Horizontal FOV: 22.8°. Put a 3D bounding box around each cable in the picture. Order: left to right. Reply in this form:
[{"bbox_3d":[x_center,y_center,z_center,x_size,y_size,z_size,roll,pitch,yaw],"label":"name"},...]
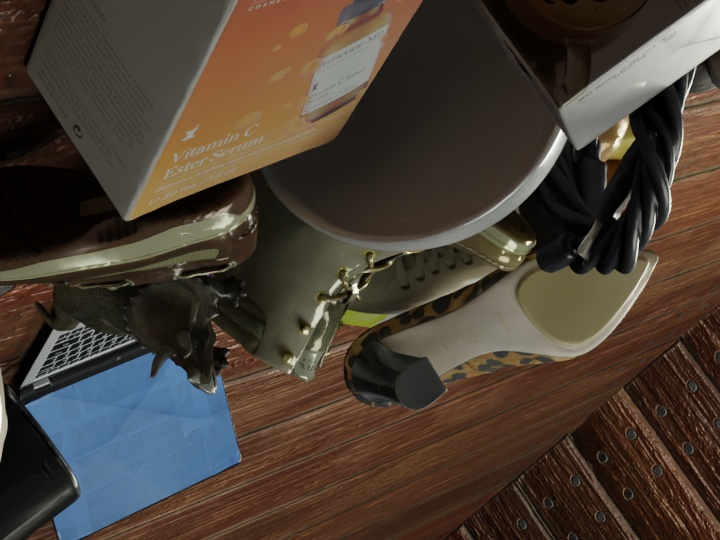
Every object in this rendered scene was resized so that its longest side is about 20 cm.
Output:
[{"bbox_3d":[0.143,-0.097,1.021,0.051,0.201,0.163,13,170,-12],"label":"cable"}]

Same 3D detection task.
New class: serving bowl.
[{"bbox_3d":[0.036,-0.099,1.034,0.200,0.200,0.066,-36,152,5],"label":"serving bowl"}]

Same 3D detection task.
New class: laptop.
[{"bbox_3d":[-0.154,0.088,1.373,0.187,0.116,0.200,-23,161,-40],"label":"laptop"}]

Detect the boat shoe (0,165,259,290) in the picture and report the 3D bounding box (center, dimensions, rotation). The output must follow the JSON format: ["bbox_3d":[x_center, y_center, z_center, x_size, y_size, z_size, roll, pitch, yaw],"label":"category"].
[{"bbox_3d":[-0.154,-0.014,1.005,0.201,0.075,0.075,-5,142,7],"label":"boat shoe"}]

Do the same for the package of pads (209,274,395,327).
[{"bbox_3d":[-0.007,-0.010,1.270,0.199,0.069,0.155,10,162,-4],"label":"package of pads"}]

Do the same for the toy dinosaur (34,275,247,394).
[{"bbox_3d":[-0.137,0.017,1.092,0.102,0.199,0.077,30,83,-52],"label":"toy dinosaur"}]

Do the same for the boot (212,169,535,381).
[{"bbox_3d":[0.000,0.000,1.112,0.072,0.199,0.155,4,109,-63],"label":"boot"}]

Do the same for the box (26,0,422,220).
[{"bbox_3d":[-0.060,-0.140,0.903,0.152,0.107,0.200,-24,162,-35],"label":"box"}]

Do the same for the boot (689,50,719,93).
[{"bbox_3d":[0.210,-0.183,1.386,0.173,0.069,0.201,-15,-143,24],"label":"boot"}]

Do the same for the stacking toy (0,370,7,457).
[{"bbox_3d":[-0.322,0.086,1.048,0.199,0.147,0.146,0,145,-37],"label":"stacking toy"}]

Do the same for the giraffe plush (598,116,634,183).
[{"bbox_3d":[0.124,-0.115,1.230,0.199,0.174,0.162,-3,-179,-3],"label":"giraffe plush"}]

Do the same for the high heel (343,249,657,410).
[{"bbox_3d":[0.084,0.029,1.152,0.199,0.072,0.142,-26,-171,-14],"label":"high heel"}]

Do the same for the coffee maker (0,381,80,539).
[{"bbox_3d":[-0.294,0.176,1.213,0.200,0.192,0.135,-41,124,-25],"label":"coffee maker"}]

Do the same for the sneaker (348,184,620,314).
[{"bbox_3d":[0.068,-0.027,1.151,0.199,0.073,0.085,-15,164,1],"label":"sneaker"}]

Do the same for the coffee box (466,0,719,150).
[{"bbox_3d":[0.097,-0.181,0.936,0.113,0.200,0.080,-35,162,4],"label":"coffee box"}]
